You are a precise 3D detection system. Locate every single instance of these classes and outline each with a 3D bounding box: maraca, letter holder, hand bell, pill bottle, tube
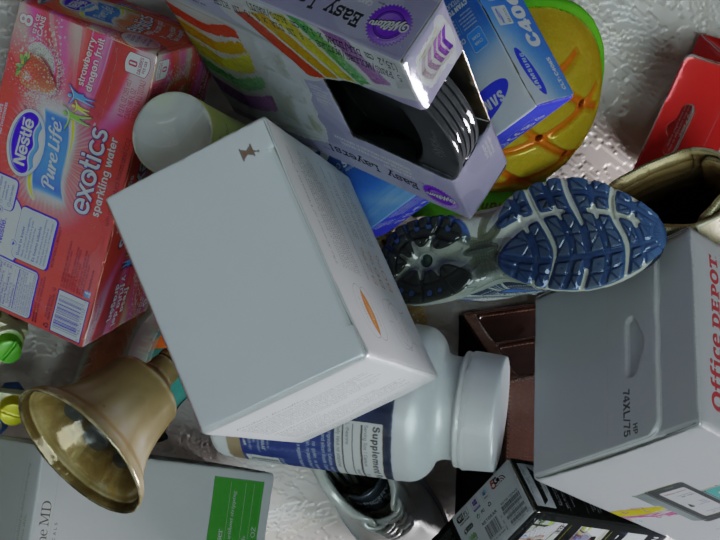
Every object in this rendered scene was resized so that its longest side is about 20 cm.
[{"bbox_3d":[0.098,-0.102,1.174,0.137,0.107,0.200,-1,130,-19],"label":"maraca"},{"bbox_3d":[0.157,0.132,1.323,0.142,0.101,0.200,-8,120,-14],"label":"letter holder"},{"bbox_3d":[-0.121,0.055,1.133,0.200,0.104,0.104,-46,129,-32],"label":"hand bell"},{"bbox_3d":[0.001,0.088,1.201,0.199,0.111,0.111,7,119,11],"label":"pill bottle"},{"bbox_3d":[-0.087,-0.069,1.090,0.058,0.200,0.052,-22,78,9],"label":"tube"}]

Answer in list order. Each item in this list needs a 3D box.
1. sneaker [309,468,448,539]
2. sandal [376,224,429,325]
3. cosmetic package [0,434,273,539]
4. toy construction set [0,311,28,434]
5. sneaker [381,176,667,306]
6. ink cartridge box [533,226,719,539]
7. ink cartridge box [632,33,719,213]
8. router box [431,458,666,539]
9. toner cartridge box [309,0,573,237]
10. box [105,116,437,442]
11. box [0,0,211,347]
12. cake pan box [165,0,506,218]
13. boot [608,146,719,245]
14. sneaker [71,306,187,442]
[{"bbox_3d":[0.010,0.179,1.320,0.073,0.071,0.200,-38,122,6],"label":"sneaker"},{"bbox_3d":[0.005,-0.003,1.219,0.077,0.070,0.212,-27,122,-1],"label":"sandal"},{"bbox_3d":[-0.170,0.181,1.211,0.200,0.085,0.108,12,83,-41],"label":"cosmetic package"},{"bbox_3d":[-0.308,0.042,1.144,0.200,0.092,0.131,13,114,-35],"label":"toy construction set"},{"bbox_3d":[0.117,-0.017,1.169,0.200,0.085,0.077,-5,84,27],"label":"sneaker"},{"bbox_3d":[0.239,0.091,1.183,0.200,0.147,0.146,26,144,-34],"label":"ink cartridge box"},{"bbox_3d":[0.289,-0.099,1.253,0.200,0.067,0.116,12,115,-22],"label":"ink cartridge box"},{"bbox_3d":[0.109,0.225,1.245,0.149,0.051,0.200,15,127,-39],"label":"router box"},{"bbox_3d":[0.040,-0.102,1.105,0.043,0.095,0.200,-20,168,-45],"label":"toner cartridge box"},{"bbox_3d":[-0.047,0.014,1.032,0.106,0.153,0.200,-26,167,10],"label":"box"},{"bbox_3d":[-0.175,-0.068,1.088,0.102,0.095,0.200,22,110,13],"label":"box"},{"bbox_3d":[-0.016,-0.122,0.999,0.052,0.200,0.184,-58,154,-13],"label":"cake pan box"},{"bbox_3d":[0.272,-0.026,1.196,0.199,0.073,0.156,-3,151,11],"label":"boot"},{"bbox_3d":[-0.135,0.035,1.206,0.080,0.071,0.200,14,108,-45],"label":"sneaker"}]
